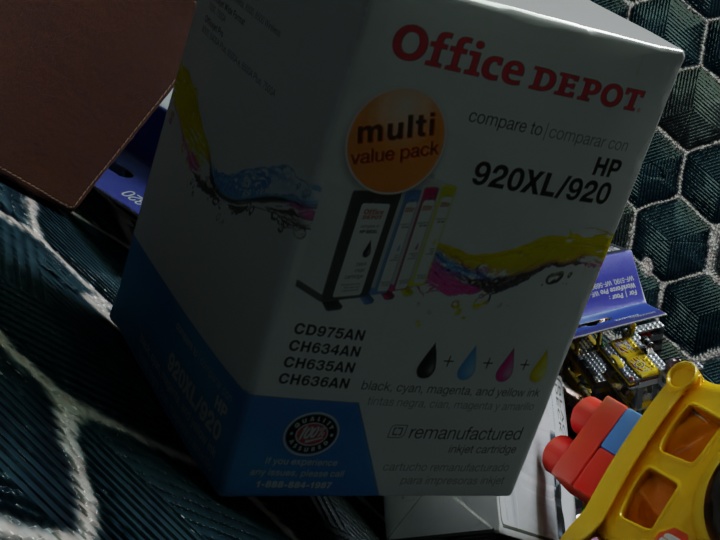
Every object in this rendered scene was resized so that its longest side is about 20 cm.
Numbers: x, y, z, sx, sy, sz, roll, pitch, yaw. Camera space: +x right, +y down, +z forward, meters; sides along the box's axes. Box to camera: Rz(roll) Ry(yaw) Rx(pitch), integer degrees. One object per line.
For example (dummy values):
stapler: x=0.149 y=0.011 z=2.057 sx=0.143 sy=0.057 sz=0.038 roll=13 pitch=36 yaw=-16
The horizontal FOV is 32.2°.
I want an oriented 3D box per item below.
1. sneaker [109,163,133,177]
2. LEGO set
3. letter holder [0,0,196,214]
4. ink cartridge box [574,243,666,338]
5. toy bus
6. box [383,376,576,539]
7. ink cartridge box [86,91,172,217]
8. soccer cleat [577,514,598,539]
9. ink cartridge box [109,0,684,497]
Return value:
sneaker: x=-0.094 y=-0.029 z=0.884 sx=0.078 sy=0.070 sz=0.200 roll=34 pitch=-5 yaw=48
LEGO set: x=0.144 y=0.071 z=0.859 sx=0.201 sy=0.152 sz=0.117 roll=-109 pitch=-166 yaw=-57
letter holder: x=-0.182 y=-0.141 z=0.618 sx=0.100 sy=0.142 sz=0.200 roll=42 pitch=3 yaw=27
ink cartridge box: x=0.120 y=0.002 z=0.866 sx=0.200 sy=0.098 sz=0.040 roll=-145 pitch=-135 yaw=-68
toy bus: x=0.161 y=0.150 z=0.633 sx=0.191 sy=0.201 sz=0.136 roll=24 pitch=-16 yaw=46
box: x=0.071 y=0.100 z=0.702 sx=0.200 sy=0.059 sz=0.118 roll=39 pitch=45 yaw=-63
ink cartridge box: x=-0.096 y=-0.093 z=0.768 sx=0.195 sy=0.044 sz=0.199 roll=31 pitch=29 yaw=34
soccer cleat: x=0.147 y=0.200 z=0.838 sx=0.200 sy=0.067 sz=0.076 roll=46 pitch=9 yaw=21
ink cartridge box: x=0.006 y=-0.031 z=0.514 sx=0.146 sy=0.202 sz=0.145 roll=6 pitch=23 yaw=-31
